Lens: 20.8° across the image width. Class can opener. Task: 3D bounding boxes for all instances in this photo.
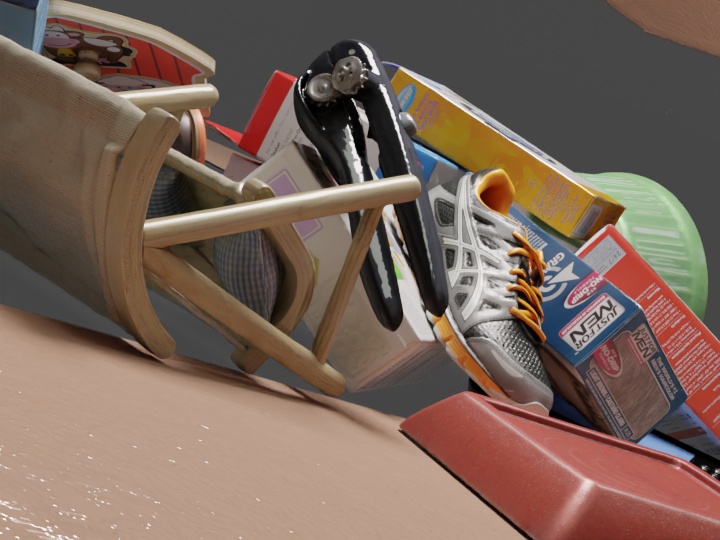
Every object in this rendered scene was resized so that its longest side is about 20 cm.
[{"bbox_3d":[0.011,-0.052,1.126,0.079,0.063,0.200,52,13,-51],"label":"can opener"}]

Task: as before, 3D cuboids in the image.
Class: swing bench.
[{"bbox_3d":[-0.116,-0.037,1.059,0.200,0.130,0.199,12,13,-46],"label":"swing bench"}]

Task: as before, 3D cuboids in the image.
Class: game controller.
[{"bbox_3d":[0.167,0.113,1.321,0.199,0.042,0.104,25,4,16],"label":"game controller"}]

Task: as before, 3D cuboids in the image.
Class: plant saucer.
[{"bbox_3d":[0.145,0.122,1.056,0.199,0.037,0.200,18,6,-24],"label":"plant saucer"}]

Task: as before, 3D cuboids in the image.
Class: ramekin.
[{"bbox_3d":[0.181,0.012,1.640,0.097,0.201,0.200,8,15,-46],"label":"ramekin"}]

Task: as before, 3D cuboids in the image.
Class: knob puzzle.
[{"bbox_3d":[-0.202,-0.141,1.395,0.219,0.031,0.220,4,-15,1],"label":"knob puzzle"}]

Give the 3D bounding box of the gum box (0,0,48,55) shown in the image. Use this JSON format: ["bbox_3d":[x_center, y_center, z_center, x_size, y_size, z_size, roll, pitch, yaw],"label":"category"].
[{"bbox_3d":[-0.293,-0.167,1.289,0.169,0.045,0.200,16,-23,-6],"label":"gum box"}]

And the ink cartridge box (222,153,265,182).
[{"bbox_3d":[-0.006,-0.009,1.555,0.175,0.084,0.200,28,6,21],"label":"ink cartridge box"}]

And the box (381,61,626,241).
[{"bbox_3d":[0.097,-0.089,1.461,0.200,0.042,0.119,33,8,17],"label":"box"}]

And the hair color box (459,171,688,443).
[{"bbox_3d":[0.122,0.025,1.306,0.200,0.060,0.100,42,-10,47],"label":"hair color box"}]

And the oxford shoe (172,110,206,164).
[{"bbox_3d":[-0.178,-0.076,1.357,0.072,0.072,0.200,-2,-6,-39],"label":"oxford shoe"}]

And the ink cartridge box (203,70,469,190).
[{"bbox_3d":[-0.008,-0.087,1.479,0.200,0.067,0.116,31,7,28],"label":"ink cartridge box"}]

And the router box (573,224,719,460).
[{"bbox_3d":[0.207,0.061,1.432,0.180,0.049,0.200,48,-7,3],"label":"router box"}]

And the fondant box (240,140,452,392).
[{"bbox_3d":[0.000,0.000,1.247,0.145,0.058,0.200,57,10,9],"label":"fondant box"}]

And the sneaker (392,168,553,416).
[{"bbox_3d":[0.082,0.010,1.220,0.078,0.077,0.200,47,16,-48],"label":"sneaker"}]
